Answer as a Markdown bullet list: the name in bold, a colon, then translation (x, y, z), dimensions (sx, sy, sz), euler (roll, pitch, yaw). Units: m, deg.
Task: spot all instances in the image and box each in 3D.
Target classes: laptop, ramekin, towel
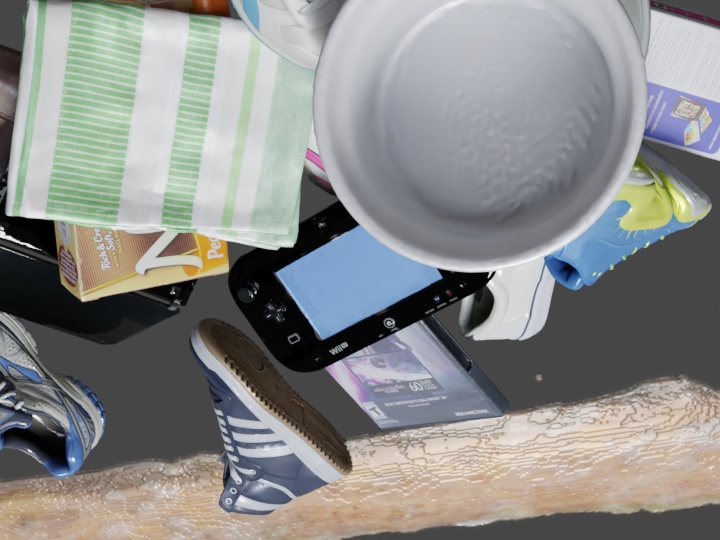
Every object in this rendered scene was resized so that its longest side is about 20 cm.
- **laptop**: translation (-0.215, -0.037, 0.959), dimensions (0.176, 0.103, 0.202), euler (22, 97, -35)
- **ramekin**: translation (0.077, -0.101, 0.770), dimensions (0.198, 0.098, 0.203), euler (0, 91, 14)
- **towel**: translation (-0.129, -0.096, 0.826), dimensions (0.198, 0.023, 0.154), euler (5, 104, -18)

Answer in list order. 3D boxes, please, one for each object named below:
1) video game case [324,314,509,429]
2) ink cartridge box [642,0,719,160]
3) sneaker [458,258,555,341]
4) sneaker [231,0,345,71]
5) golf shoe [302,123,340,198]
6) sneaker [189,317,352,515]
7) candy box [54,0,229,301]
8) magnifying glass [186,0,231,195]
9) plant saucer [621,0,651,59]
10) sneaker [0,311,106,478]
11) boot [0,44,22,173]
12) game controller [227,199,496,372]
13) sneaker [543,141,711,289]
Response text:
- **video game case**: translation (0.011, 0.056, 1.002), dimensions (0.142, 0.019, 0.200), euler (-13, 128, 45)
- **ink cartridge box**: translation (0.217, -0.144, 0.903), dimensions (0.198, 0.037, 0.095), euler (13, 121, -10)
- **sneaker**: translation (0.115, -0.023, 0.949), dimensions (0.070, 0.073, 0.202), euler (-14, 127, -23)
- **sneaker**: translation (-0.050, -0.205, 0.775), dimensions (0.076, 0.081, 0.201), euler (-43, 118, -14)
- **golf shoe**: translation (0.016, -0.073, 0.913), dimensions (0.091, 0.073, 0.201), euler (-2, 135, 41)
- **sneaker**: translation (-0.105, 0.134, 1.061), dimensions (0.108, 0.070, 0.200), euler (-32, 120, 17)
- **candy box**: translation (-0.160, -0.089, 0.873), dimensions (0.114, 0.055, 0.202), euler (-12, 111, -28)
- **magnifying glass**: translation (-0.097, -0.140, 0.856), dimensions (0.079, 0.022, 0.202), euler (-21, 117, -31)
- **plant saucer**: translation (0.097, -0.164, 0.847), dimensions (0.198, 0.050, 0.202), euler (4, 109, 13)
- **sneaker**: translation (-0.296, 0.098, 1.029), dimensions (0.077, 0.086, 0.200), euler (-40, 114, 22)
- **boot**: translation (-0.290, -0.177, 0.872), dimensions (0.199, 0.064, 0.187), euler (26, 118, -19)
- **game controller**: translation (0.000, 0.000, 0.887), dimensions (0.199, 0.042, 0.105), euler (-28, 97, 27)
- **sneaker**: translation (0.180, -0.040, 0.900), dimensions (0.199, 0.076, 0.105), euler (10, 121, -53)
